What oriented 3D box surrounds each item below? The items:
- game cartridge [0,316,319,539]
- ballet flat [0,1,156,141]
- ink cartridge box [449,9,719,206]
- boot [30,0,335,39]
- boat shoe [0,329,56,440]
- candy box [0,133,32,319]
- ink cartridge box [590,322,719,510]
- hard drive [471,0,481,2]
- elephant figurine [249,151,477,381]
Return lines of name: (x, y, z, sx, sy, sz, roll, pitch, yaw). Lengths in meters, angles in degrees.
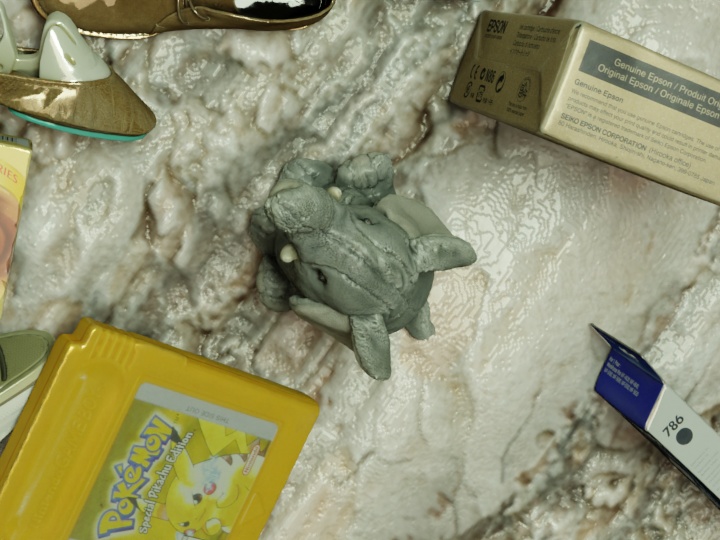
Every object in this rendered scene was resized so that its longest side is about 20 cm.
game cartridge: (-0.145, 0.139, 0.985, 0.200, 0.032, 0.176, 22, 96, -36)
ballet flat: (-0.224, -0.135, 0.920, 0.200, 0.068, 0.072, 11, 116, -10)
ink cartridge box: (0.167, -0.107, 0.951, 0.165, 0.200, 0.075, 18, 97, -17)
boot: (-0.113, -0.185, 0.935, 0.200, 0.075, 0.074, -2, 103, -12)
boat shoe: (-0.279, 0.114, 0.963, 0.200, 0.075, 0.068, -32, 126, -7)
candy box: (-0.320, -0.045, 0.923, 0.200, 0.056, 0.117, 11, 99, -17)
ink cartridge box: (0.240, 0.125, 1.069, 0.039, 0.099, 0.200, -46, 107, 0)
hard drive: (0.017, -0.249, 0.919, 0.200, 0.026, 0.132, 0, 111, -40)
elephant figurine: (0.000, 0.000, 0.933, 0.155, 0.200, 0.142, -2, 101, -13)
